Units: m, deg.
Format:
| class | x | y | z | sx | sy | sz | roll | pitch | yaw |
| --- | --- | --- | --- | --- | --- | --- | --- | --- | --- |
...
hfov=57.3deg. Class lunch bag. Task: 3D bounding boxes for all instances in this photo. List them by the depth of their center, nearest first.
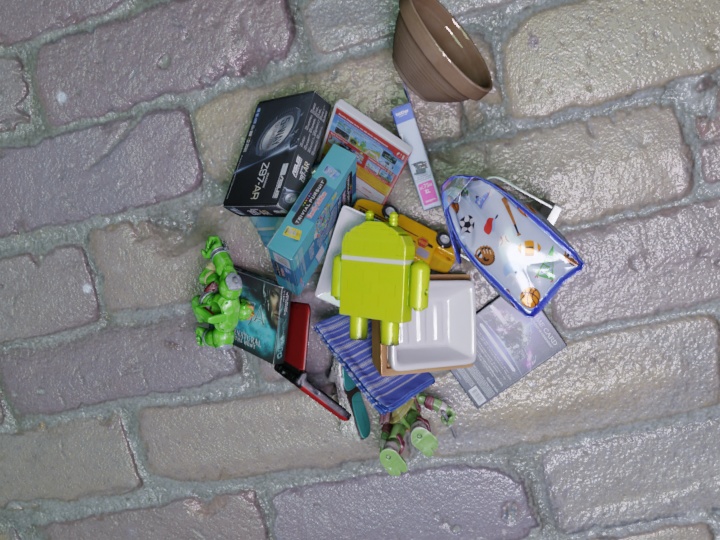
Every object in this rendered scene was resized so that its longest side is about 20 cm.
| class | x | y | z | sx | sy | sz | roll | pitch | yaw |
| --- | --- | --- | --- | --- | --- | --- | --- | --- | --- |
| lunch bag | 0.186 | -0.045 | 0.889 | 0.200 | 0.170 | 0.124 | 45 | 100 | 4 |

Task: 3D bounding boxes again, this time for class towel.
| class | x | y | z | sx | sy | sz | roll | pitch | yaw |
| --- | --- | --- | --- | --- | --- | --- | --- | --- | --- |
| towel | 0.026 | 0.143 | 1.130 | 0.201 | 0.143 | 0.024 | 48 | 133 | 21 |

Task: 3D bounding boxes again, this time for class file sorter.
| class | x | y | z | sx | sy | sz | roll | pitch | yaw |
| --- | --- | --- | --- | --- | --- | --- | --- | --- | --- |
| file sorter | 0.231 | -0.072 | 1.063 | 0.123 | 0.200 | 0.141 | 29 | 102 | 7 |

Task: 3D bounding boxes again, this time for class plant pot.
| class | x | y | z | sx | sy | sz | roll | pitch | yaw |
| --- | --- | --- | --- | --- | --- | --- | --- | --- | --- |
| plant pot | 0.114 | -0.339 | 1.048 | 0.092 | 0.201 | 0.203 | -35 | 93 | 32 |

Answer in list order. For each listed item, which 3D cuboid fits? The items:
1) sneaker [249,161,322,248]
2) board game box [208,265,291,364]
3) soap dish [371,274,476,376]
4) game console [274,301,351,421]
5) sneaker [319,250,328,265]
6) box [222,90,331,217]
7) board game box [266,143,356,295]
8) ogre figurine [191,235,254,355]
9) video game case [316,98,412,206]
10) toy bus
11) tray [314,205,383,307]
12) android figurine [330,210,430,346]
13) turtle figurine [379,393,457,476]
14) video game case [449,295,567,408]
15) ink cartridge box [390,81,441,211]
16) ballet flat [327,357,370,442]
| class | x | y | z | sx | sy | sz | roll | pitch | yaw |
| --- | --- | --- | --- | --- | --- | --- | --- | --- | --- |
| sneaker | -0.112 | -0.103 | 1.160 | 0.197 | 0.079 | 0.133 | -19 | 100 | 37 |
| board game box | -0.203 | 0.072 | 1.188 | 0.197 | 0.028 | 0.139 | 16 | 103 | 40 |
| soap dish | 0.104 | 0.088 | 1.113 | 0.196 | 0.081 | 0.162 | 0 | 88 | -32 |
| game console | -0.080 | 0.154 | 1.158 | 0.171 | 0.199 | 0.120 | 38 | 79 | -14 |
| sneaker | 0.000 | 0.000 | 1.181 | 0.198 | 0.075 | 0.082 | 35 | 116 | 4 |
| box | -0.141 | -0.190 | 1.100 | 0.158 | 0.043 | 0.205 | 5 | 74 | 45 |
| board game box | -0.073 | -0.079 | 1.064 | 0.046 | 0.152 | 0.203 | 26 | 70 | 10 |
| ogre figurine | -0.247 | 0.059 | 1.146 | 0.119 | 0.097 | 0.203 | 37 | 103 | 47 |
| video game case | -0.003 | -0.177 | 1.104 | 0.141 | 0.201 | 0.018 | 34 | 58 | 3 |
| toy bus | 0.069 | -0.049 | 1.135 | 0.196 | 0.065 | 0.079 | 27 | 59 | -1 |
| tray | -0.006 | -0.014 | 1.114 | 0.105 | 0.022 | 0.203 | 23 | 128 | 3 |
| android figurine | 0.026 | 0.010 | 1.026 | 0.178 | 0.041 | 0.206 | 4 | 93 | 35 |
| turtle figurine | 0.100 | 0.292 | 1.145 | 0.140 | 0.194 | 0.206 | -2 | 102 | 7 |
| video game case | 0.249 | 0.134 | 1.183 | 0.199 | 0.019 | 0.144 | -38 | 92 | 12 |
| ink cartridge box | 0.091 | -0.203 | 1.101 | 0.041 | 0.119 | 0.205 | -16 | 96 | 9 |
| ballet flat | -0.030 | 0.222 | 1.220 | 0.070 | 0.072 | 0.206 | -7 | 98 | 10 |
